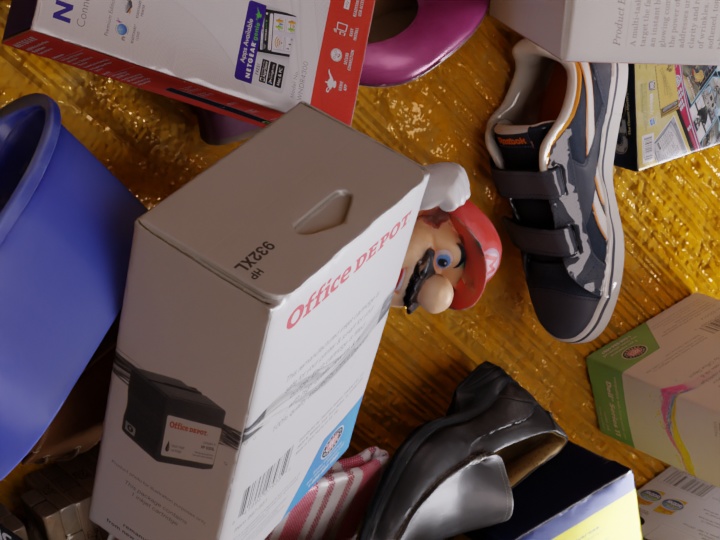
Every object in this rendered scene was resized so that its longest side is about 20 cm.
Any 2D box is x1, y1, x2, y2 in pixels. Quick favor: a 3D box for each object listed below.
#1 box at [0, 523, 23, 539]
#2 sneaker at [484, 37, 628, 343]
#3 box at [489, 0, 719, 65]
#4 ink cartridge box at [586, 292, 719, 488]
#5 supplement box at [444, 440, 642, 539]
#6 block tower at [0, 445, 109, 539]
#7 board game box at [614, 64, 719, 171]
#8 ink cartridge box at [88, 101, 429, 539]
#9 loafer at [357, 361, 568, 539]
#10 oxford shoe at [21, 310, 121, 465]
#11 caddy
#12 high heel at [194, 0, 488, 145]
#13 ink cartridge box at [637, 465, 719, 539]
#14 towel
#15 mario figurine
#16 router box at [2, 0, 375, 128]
[{"bbox_3d":[-0.211,0.236,0.853,0.198,0.050,0.200,-37,134,7],"label":"box"},{"bbox_3d":[0.119,-0.054,1.048,0.079,0.078,0.202,-1,93,-40],"label":"sneaker"},{"bbox_3d":[0.193,-0.186,0.974,0.198,0.152,0.108,0,108,-12],"label":"box"},{"bbox_3d":[0.264,0.090,1.115,0.116,0.199,0.068,-27,118,-26],"label":"ink cartridge box"},{"bbox_3d":[0.122,0.223,1.111,0.109,0.109,0.202,-24,117,-27],"label":"supplement box"},{"bbox_3d":[-0.179,0.149,0.907,0.199,0.054,0.058,-23,117,-28],"label":"block tower"},{"bbox_3d":[0.220,-0.181,1.108,0.134,0.034,0.202,-17,113,-31],"label":"board game box"},{"bbox_3d":[-0.053,0.038,0.827,0.145,0.083,0.201,-42,155,-47],"label":"ink cartridge box"},{"bbox_3d":[0.063,0.128,1.013,0.200,0.072,0.073,-44,156,-46],"label":"loafer"},{"bbox_3d":[-0.175,0.082,0.882,0.199,0.071,0.072,-38,127,-22],"label":"oxford shoe"},{"bbox_3d":[-0.192,0.008,0.789,0.105,0.141,0.201,39,69,-27],"label":"caddy"},{"bbox_3d":[-0.014,-0.148,0.926,0.199,0.067,0.097,-29,129,-22],"label":"high heel"},{"bbox_3d":[0.268,0.192,1.188,0.199,0.136,0.077,-29,113,-26],"label":"ink cartridge box"},{"bbox_3d":[-0.078,0.173,0.958,0.199,0.030,0.147,-10,136,-44],"label":"towel"},{"bbox_3d":[0.000,0.000,0.952,0.198,0.123,0.107,-4,80,-29],"label":"mario figurine"},{"bbox_3d":[-0.073,-0.187,0.845,0.178,0.049,0.202,15,82,-29],"label":"router box"}]
